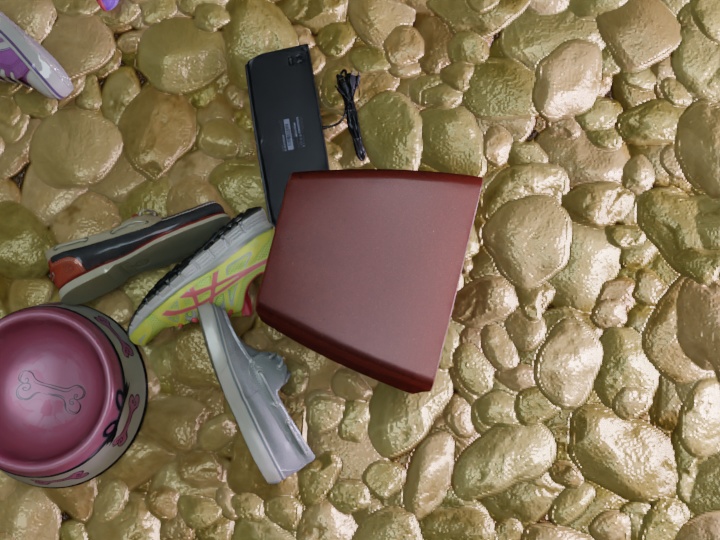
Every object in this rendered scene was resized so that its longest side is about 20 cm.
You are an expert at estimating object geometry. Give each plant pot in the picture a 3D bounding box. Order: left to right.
[{"bbox_3d":[0.000,0.000,1.062,0.176,0.200,0.200,15,82,-1],"label":"plant pot"}]

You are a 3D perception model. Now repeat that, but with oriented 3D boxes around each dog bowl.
[{"bbox_3d":[-0.330,0.127,1.140,0.200,0.074,0.200,-1,80,4],"label":"dog bowl"}]

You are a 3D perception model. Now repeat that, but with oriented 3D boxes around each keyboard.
[{"bbox_3d":[-0.053,-0.152,1.192,0.127,0.021,0.200,-11,81,8],"label":"keyboard"}]

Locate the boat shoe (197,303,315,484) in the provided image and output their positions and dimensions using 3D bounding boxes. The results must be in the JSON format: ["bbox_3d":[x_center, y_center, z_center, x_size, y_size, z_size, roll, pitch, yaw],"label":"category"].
[{"bbox_3d":[-0.105,0.118,1.120,0.071,0.070,0.201,-24,98,-10],"label":"boat shoe"}]

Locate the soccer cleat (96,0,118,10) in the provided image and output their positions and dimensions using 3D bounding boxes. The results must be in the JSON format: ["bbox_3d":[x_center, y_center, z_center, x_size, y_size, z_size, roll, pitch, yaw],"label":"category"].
[{"bbox_3d":[-0.286,-0.392,1.226,0.076,0.067,0.200,-11,78,-2],"label":"soccer cleat"}]

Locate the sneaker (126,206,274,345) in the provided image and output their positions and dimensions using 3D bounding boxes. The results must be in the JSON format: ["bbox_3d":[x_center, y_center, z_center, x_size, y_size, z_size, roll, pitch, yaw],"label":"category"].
[{"bbox_3d":[-0.158,0.025,1.146,0.200,0.078,0.090,-37,103,9],"label":"sneaker"}]

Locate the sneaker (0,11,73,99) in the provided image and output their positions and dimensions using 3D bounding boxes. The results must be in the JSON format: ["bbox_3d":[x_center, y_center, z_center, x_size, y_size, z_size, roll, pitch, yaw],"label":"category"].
[{"bbox_3d":[-0.413,-0.225,1.208,0.200,0.073,0.114,39,89,19],"label":"sneaker"}]

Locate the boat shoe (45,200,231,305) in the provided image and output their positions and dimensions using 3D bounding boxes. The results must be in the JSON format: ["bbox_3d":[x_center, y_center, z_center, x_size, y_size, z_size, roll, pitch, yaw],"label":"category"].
[{"bbox_3d":[-0.238,-0.031,1.162,0.200,0.071,0.063,-25,68,-3],"label":"boat shoe"}]
